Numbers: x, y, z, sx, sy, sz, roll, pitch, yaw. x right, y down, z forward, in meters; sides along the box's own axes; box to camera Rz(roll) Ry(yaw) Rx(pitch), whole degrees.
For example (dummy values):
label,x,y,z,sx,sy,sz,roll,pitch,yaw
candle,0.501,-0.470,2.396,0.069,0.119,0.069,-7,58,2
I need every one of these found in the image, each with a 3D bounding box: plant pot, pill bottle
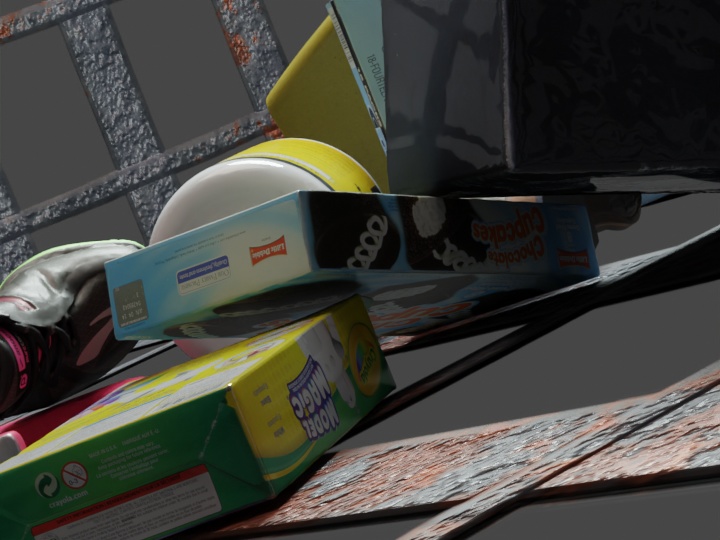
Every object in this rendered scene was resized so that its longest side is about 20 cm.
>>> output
label,x,y,z,sx,sy,sz,roll,pitch,yaw
plant pot,0.058,-0.108,1.540,0.176,0.201,0.200,-32,0,20
pill bottle,-0.041,-0.012,1.270,0.111,0.113,0.200,-21,5,10

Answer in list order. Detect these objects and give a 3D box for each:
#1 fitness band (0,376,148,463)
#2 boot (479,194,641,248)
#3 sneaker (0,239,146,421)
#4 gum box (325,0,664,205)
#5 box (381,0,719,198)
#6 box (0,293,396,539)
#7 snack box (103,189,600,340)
label,x,y,z,sx,sy,sz,roll,pitch,yaw
fitness band,-0.187,0.101,1.164,0.199,0.038,0.144,-21,2,13
boot,0.080,-0.037,1.216,0.096,0.075,0.200,-17,8,24
sneaker,-0.174,0.046,1.177,0.199,0.077,0.084,-29,18,-31
gum box,0.104,-0.107,1.321,0.199,0.171,0.045,-23,4,-5
box,0.126,-0.092,0.994,0.198,0.118,0.197,-1,-1,-12
box,-0.061,0.060,0.922,0.117,0.049,0.200,-21,6,18
snack box,0.000,0.000,1.037,0.116,0.037,0.199,-19,-12,39
